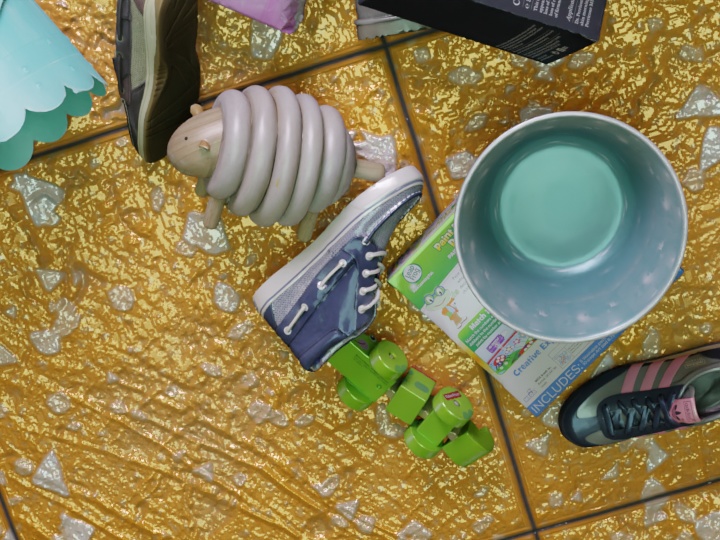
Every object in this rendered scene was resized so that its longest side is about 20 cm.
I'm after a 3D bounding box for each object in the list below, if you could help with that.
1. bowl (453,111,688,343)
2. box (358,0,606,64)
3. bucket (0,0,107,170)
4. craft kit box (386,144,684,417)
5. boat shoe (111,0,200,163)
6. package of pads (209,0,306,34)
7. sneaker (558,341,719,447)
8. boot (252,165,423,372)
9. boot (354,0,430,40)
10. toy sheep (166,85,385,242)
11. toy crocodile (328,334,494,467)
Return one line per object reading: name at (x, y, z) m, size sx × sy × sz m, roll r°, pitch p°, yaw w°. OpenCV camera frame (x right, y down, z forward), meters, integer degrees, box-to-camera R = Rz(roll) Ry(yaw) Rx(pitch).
bowl at (0.179, -0.048, 1.409) m, size 0.199 × 0.105 × 0.202 m, roll 0°, pitch 106°, yaw 2°
box at (0.115, -0.298, 1.332) m, size 0.181 × 0.104 × 0.201 m, roll 15°, pitch 82°, yaw -17°
bucket at (-0.333, -0.156, 1.391) m, size 0.207 × 0.207 × 0.135 m, roll -36°, pitch 94°, yaw 11°
craft kit box at (0.161, 0.000, 1.498) m, size 0.197 × 0.049 × 0.200 m, roll 42°, pitch 103°, yaw -12°
boat shoe at (-0.185, -0.185, 1.424) m, size 0.066 × 0.072 × 0.201 m, roll 34°, pitch 141°, yaw 20°
package of pads at (-0.125, -0.298, 1.389) m, size 0.199 × 0.076 × 0.121 m, roll 24°, pitch 113°, yaw 5°
sneaker at (0.281, 0.122, 1.507) m, size 0.199 × 0.082 × 0.070 m, roll -22°, pitch 104°, yaw 8°
boot at (0.000, 0.000, 1.472) m, size 0.200 × 0.073 × 0.090 m, roll -42°, pitch 75°, yaw 14°
boot at (0.054, -0.313, 1.407) m, size 0.181 × 0.073 × 0.201 m, roll -9°, pitch 99°, yaw 2°
toy sheep at (-0.074, -0.099, 1.437) m, size 0.199 × 0.138 × 0.139 m, roll 5°, pitch 107°, yaw -22°
toy crocodile at (0.044, 0.115, 1.527) m, size 0.200 × 0.062 × 0.068 m, roll 36°, pitch 123°, yaw -3°
